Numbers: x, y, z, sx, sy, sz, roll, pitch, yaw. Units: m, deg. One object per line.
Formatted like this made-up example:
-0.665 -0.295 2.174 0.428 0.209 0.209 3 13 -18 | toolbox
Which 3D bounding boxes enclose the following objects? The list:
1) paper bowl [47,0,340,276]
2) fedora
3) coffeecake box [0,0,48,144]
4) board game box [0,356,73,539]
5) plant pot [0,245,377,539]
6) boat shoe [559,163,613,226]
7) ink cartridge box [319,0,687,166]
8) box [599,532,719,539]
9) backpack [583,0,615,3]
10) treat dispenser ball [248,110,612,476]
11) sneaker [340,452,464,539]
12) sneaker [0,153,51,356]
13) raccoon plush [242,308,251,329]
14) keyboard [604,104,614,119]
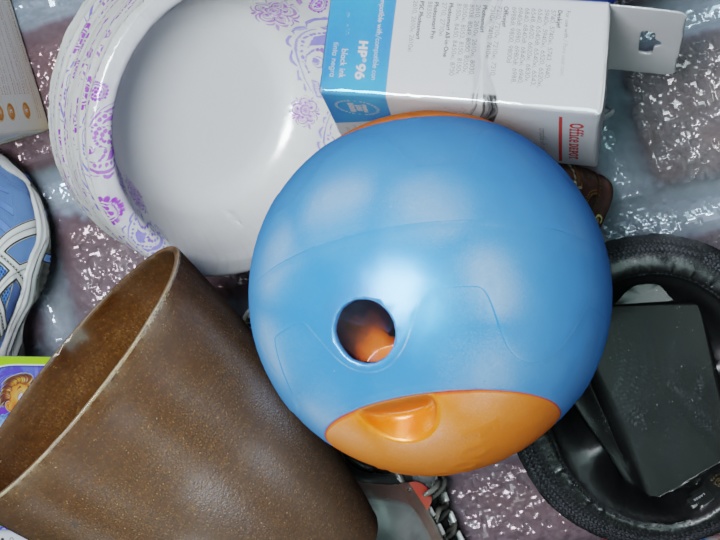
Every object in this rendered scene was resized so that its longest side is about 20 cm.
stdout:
-0.103 -0.104 0.995 0.104 0.200 0.201 25 106 49 | paper bowl
0.181 0.069 0.990 0.200 0.092 0.201 1 103 4 | fedora
-0.291 -0.150 1.008 0.073 0.200 0.154 -15 94 13 | coffeecake box
-0.173 0.125 1.005 0.199 0.045 0.135 2 62 -20 | board game box
-0.092 0.120 0.921 0.200 0.187 0.187 40 104 -16 | plant pot
0.106 0.025 1.018 0.070 0.070 0.200 11 110 -31 | boat shoe
0.085 -0.111 0.919 0.199 0.116 0.068 5 80 9 | ink cartridge box
0.186 0.223 0.984 0.199 0.100 0.096 -9 97 -6 | box
0.091 -0.238 0.943 0.200 0.163 0.168 31 130 4 | backpack
0.038 0.012 0.868 0.200 0.201 0.201 2 98 11 | treat dispenser ball
0.039 0.175 1.051 0.200 0.077 0.082 38 95 3 | sneaker
-0.265 0.013 1.067 0.076 0.077 0.201 -5 75 29 | sneaker
0.000 0.000 1.000 0.097 0.134 0.200 34 100 9 | raccoon plush
0.064 -0.062 0.993 0.200 0.056 0.011 -27 106 -3 | keyboard
